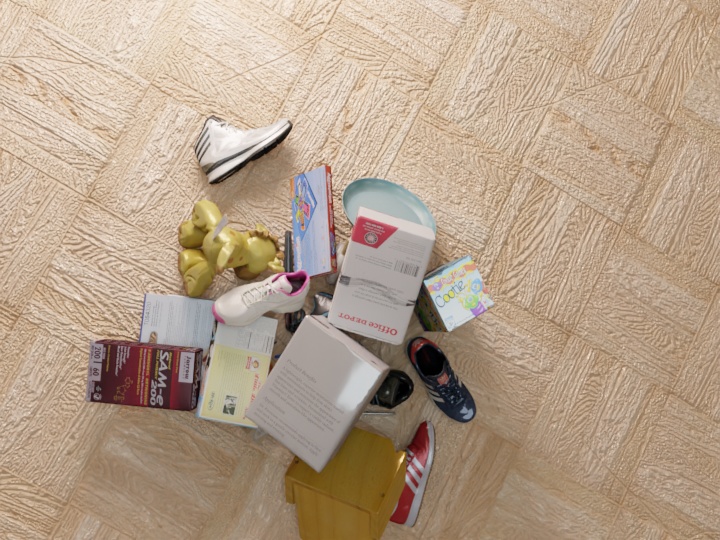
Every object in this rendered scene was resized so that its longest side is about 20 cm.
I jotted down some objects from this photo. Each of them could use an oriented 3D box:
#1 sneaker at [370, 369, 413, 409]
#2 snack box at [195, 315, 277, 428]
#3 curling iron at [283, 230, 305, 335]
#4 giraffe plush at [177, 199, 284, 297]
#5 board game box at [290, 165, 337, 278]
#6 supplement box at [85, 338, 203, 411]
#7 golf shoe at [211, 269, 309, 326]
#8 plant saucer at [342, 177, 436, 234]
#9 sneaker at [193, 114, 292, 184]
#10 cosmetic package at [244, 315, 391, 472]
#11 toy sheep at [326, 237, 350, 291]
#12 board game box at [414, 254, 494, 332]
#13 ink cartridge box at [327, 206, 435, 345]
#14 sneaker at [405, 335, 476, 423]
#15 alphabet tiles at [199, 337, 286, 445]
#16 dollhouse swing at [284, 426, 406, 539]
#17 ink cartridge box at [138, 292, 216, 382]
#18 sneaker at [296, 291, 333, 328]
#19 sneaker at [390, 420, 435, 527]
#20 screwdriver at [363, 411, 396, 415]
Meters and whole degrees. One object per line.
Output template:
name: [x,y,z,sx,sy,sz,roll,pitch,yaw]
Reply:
sneaker: [0.010,0.221,1.502,0.194,0.114,0.079,3,84,-6]
snack box: [-0.227,0.179,1.452,0.114,0.037,0.205,15,77,-23]
curling iron: [-0.132,0.025,1.539,0.048,0.026,0.206,-7,88,-11]
giraffe plush: [-0.232,-0.040,1.478,0.160,0.198,0.177,9,69,-40]
board game box: [-0.091,-0.089,1.509,0.019,0.101,0.206,8,74,-47]
supplement box: [-0.390,0.188,1.428,0.194,0.061,0.112,4,90,3]
golf shoe: [-0.177,0.042,1.438,0.197,0.092,0.076,-16,67,-37]
plant saucer: [0.052,-0.102,1.520,0.195,0.028,0.203,15,41,-13]
sneaker: [-0.234,-0.265,1.519,0.198,0.076,0.117,-33,93,-6]
cosmetic package: [-0.068,0.208,1.375,0.163,0.165,0.202,35,91,9]
toy sheep: [0.000,0.000,1.508,0.198,0.138,0.139,34,82,10]
board game box: [0.162,0.048,1.490,0.103,0.200,0.105,-28,90,-8]
ink cartridge box: [0.035,0.010,1.402,0.142,0.084,0.205,16,106,-4]
sneaker: [0.160,0.217,1.537,0.075,0.084,0.201,-40,92,-9]
alphabet tiles: [-0.204,0.201,1.494,0.200,0.008,0.168,47,73,-16]
dollhouse swing: [-0.019,0.423,1.479,0.196,0.178,0.183,12,49,26]
ink cartridge box: [-0.320,0.151,1.495,0.194,0.043,0.202,7,87,-7]
sneaker: [-0.092,0.139,1.507,0.081,0.073,0.203,29,89,13]
sneaker: [0.074,0.383,1.520,0.110,0.071,0.205,15,86,-10]
screwdriver: [-0.026,0.280,1.532,0.194,0.028,0.030,7,56,-4]
